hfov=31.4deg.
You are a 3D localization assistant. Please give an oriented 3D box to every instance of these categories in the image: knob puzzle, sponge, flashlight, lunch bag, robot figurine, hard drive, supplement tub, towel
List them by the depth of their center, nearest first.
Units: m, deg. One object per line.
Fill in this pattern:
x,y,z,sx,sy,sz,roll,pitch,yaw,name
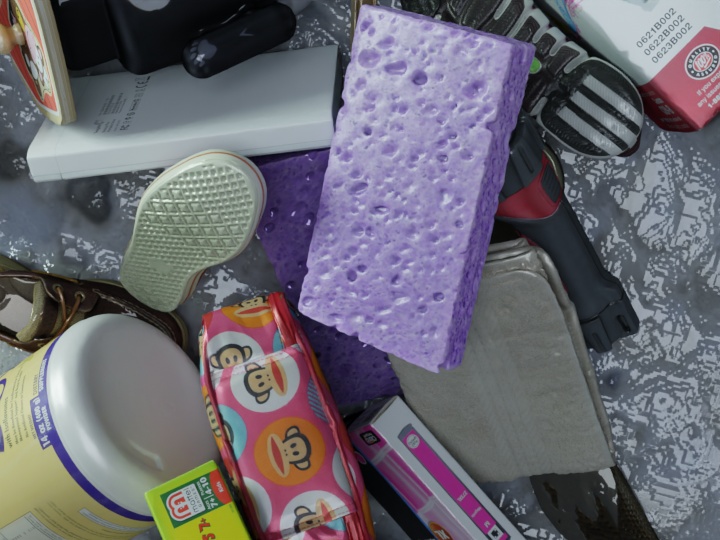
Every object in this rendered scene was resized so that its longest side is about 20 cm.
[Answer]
0.030,-0.051,0.779,0.111,0.030,0.200,21,106,32,sponge
-0.233,-0.180,0.826,0.030,0.220,0.220,-21,97,-20,knob puzzle
-0.118,-0.204,0.850,0.200,0.125,0.151,-24,101,-13,robot figurine
0.119,-0.021,0.860,0.068,0.068,0.200,-33,130,1,flashlight
0.089,0.068,0.872,0.132,0.035,0.200,-10,124,20,towel
-0.114,-0.109,0.874,0.199,0.132,0.027,-7,120,5,hard drive
-0.053,0.126,0.881,0.082,0.176,0.200,-17,77,-8,lunch bag
0.000,0.000,0.888,0.111,0.030,0.200,-14,117,19,sponge
-0.212,0.134,0.890,0.200,0.145,0.146,-32,95,26,supplement tub

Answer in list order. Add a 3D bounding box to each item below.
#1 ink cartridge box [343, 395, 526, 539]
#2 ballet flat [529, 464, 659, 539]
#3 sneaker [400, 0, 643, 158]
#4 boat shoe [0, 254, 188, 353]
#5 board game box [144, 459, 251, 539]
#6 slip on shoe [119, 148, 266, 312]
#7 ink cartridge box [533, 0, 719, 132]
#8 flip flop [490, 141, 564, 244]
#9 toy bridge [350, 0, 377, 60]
0.064,0.179,0.920,0.200,0.095,0.037,46,63,-4,ink cartridge box
0.188,0.190,0.942,0.067,0.046,0.200,-35,89,30,ballet flat
0.113,-0.138,0.872,0.076,0.115,0.200,-47,71,10,sneaker
-0.226,0.035,0.930,0.200,0.072,0.072,20,99,0,boat shoe
-0.086,0.199,0.828,0.048,0.200,0.102,-24,71,-10,board game box
-0.112,-0.034,0.864,0.074,0.200,0.061,34,59,-7,slip on shoe
0.187,-0.211,0.829,0.200,0.145,0.145,44,99,-2,ink cartridge box
0.054,-0.027,0.909,0.200,0.058,0.081,-24,96,7,flip flop
0.025,-0.134,0.888,0.027,0.067,0.200,-9,79,-36,toy bridge
